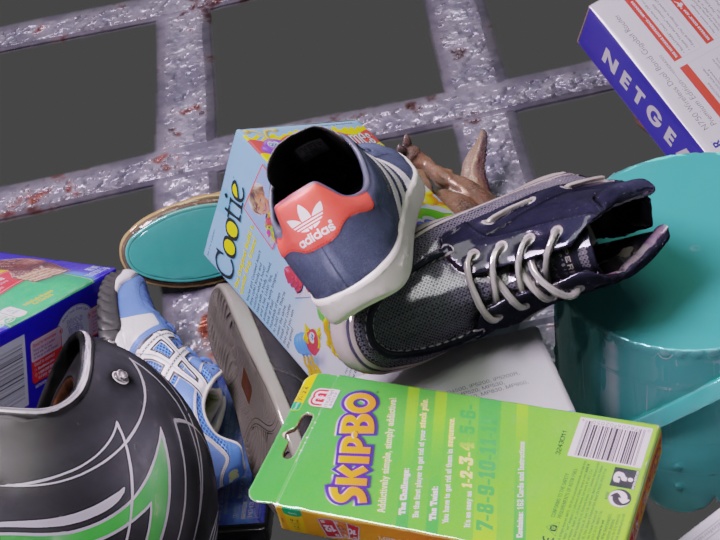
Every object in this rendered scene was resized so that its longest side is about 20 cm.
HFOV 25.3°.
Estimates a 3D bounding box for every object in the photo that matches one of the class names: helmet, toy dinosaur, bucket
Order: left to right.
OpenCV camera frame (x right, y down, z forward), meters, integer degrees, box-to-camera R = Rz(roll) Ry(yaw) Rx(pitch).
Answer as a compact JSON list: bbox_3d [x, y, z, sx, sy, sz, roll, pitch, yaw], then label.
[{"bbox_3d":[-0.172,0.141,0.906,0.190,0.201,0.200,-15,39,-25],"label":"helmet"},{"bbox_3d":[0.072,-0.028,1.159,0.135,0.086,0.200,22,35,19],"label":"toy dinosaur"},{"bbox_3d":[0.214,0.033,1.007,0.206,0.135,0.208,-8,43,8],"label":"bucket"}]

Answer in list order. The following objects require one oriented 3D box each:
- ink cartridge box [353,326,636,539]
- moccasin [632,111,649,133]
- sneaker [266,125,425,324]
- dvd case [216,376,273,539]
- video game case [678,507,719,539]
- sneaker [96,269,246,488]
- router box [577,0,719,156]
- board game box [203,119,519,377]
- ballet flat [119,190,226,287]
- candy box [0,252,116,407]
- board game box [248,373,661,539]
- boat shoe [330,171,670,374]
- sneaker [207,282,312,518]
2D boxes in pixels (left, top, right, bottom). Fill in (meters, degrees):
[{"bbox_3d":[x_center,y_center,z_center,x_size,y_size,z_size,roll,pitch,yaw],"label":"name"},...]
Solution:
[{"bbox_3d":[0.069,0.159,0.900,0.144,0.146,0.201,-16,42,-3],"label":"ink cartridge box"},{"bbox_3d":[0.284,-0.188,1.273,0.201,0.078,0.074,-36,46,-23],"label":"moccasin"},{"bbox_3d":[-0.013,-0.050,0.894,0.075,0.085,0.200,-32,19,9],"label":"sneaker"},{"bbox_3d":[-0.151,0.130,1.087,0.199,0.018,0.143,-5,43,9],"label":"dvd case"},{"bbox_3d":[0.261,0.164,0.852,0.200,0.024,0.182,-41,32,15],"label":"video game case"},{"bbox_3d":[-0.132,0.078,1.079,0.077,0.076,0.201,-13,51,-10],"label":"sneaker"},{"bbox_3d":[0.291,-0.149,1.190,0.179,0.049,0.201,-28,70,-16],"label":"router box"},{"bbox_3d":[0.000,0.000,1.037,0.103,0.105,0.200,-9,42,-37],"label":"board game box"},{"bbox_3d":[-0.086,-0.035,1.231,0.199,0.069,0.063,-15,14,-5],"label":"ballet flat"},{"bbox_3d":[-0.297,0.041,1.134,0.199,0.078,0.169,7,19,22],"label":"candy box"},{"bbox_3d":[0.048,0.106,0.834,0.199,0.030,0.096,9,45,19],"label":"board game box"},{"bbox_3d":[0.081,-0.002,0.897,0.199,0.075,0.093,-32,16,-26],"label":"boat shoe"},{"bbox_3d":[-0.025,0.079,1.059,0.106,0.075,0.201,-3,46,-22],"label":"sneaker"}]
